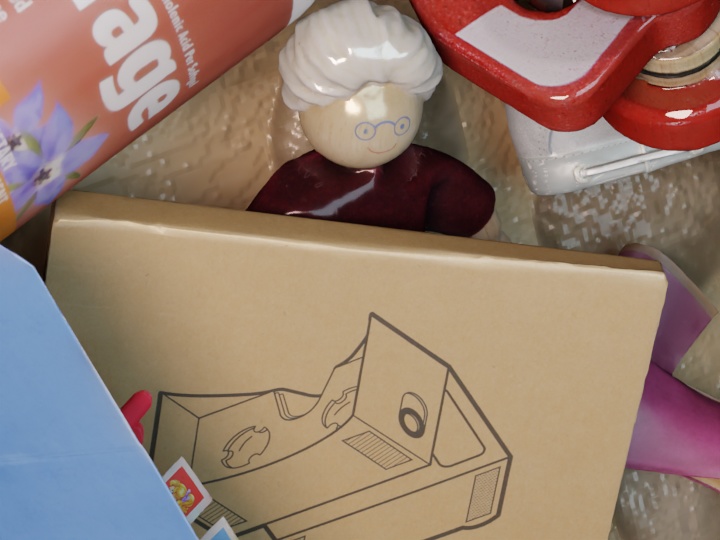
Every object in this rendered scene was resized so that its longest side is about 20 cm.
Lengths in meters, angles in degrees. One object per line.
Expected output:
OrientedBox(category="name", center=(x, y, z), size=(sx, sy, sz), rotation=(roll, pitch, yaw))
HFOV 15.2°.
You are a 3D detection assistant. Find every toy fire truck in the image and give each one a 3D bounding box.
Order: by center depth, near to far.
OrientedBox(category="toy fire truck", center=(0.086, -0.147, 0.912), size=(0.200, 0.168, 0.112), rotation=(-49, 152, -12))

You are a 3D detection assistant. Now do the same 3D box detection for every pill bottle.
OrientedBox(category="pill bottle", center=(-0.083, -0.101, 0.844), size=(0.200, 0.112, 0.112), rotation=(-39, 114, -17))

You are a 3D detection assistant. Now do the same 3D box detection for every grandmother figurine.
OrientedBox(category="grandmother figurine", center=(0.000, 0.000, 0.906), size=(0.121, 0.061, 0.200), rotation=(-22, 128, -32))

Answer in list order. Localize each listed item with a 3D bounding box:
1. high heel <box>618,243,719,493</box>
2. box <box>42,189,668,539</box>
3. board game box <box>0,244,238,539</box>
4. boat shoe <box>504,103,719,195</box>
OrientedBox(category="high heel", center=(0.135, 0.090, 1.017), size=(0.200, 0.067, 0.096), rotation=(44, 67, -11))
OrientedBox(category="box", center=(-0.012, 0.059, 0.894), size=(0.200, 0.021, 0.164), rotation=(7, 117, -7))
OrientedBox(category="board game box", center=(-0.110, 0.050, 0.844), size=(0.039, 0.158, 0.200), rotation=(-47, 118, -40))
OrientedBox(category="boat shoe", center=(0.144, -0.068, 0.999), size=(0.201, 0.070, 0.072), rotation=(-11, 104, -19))
